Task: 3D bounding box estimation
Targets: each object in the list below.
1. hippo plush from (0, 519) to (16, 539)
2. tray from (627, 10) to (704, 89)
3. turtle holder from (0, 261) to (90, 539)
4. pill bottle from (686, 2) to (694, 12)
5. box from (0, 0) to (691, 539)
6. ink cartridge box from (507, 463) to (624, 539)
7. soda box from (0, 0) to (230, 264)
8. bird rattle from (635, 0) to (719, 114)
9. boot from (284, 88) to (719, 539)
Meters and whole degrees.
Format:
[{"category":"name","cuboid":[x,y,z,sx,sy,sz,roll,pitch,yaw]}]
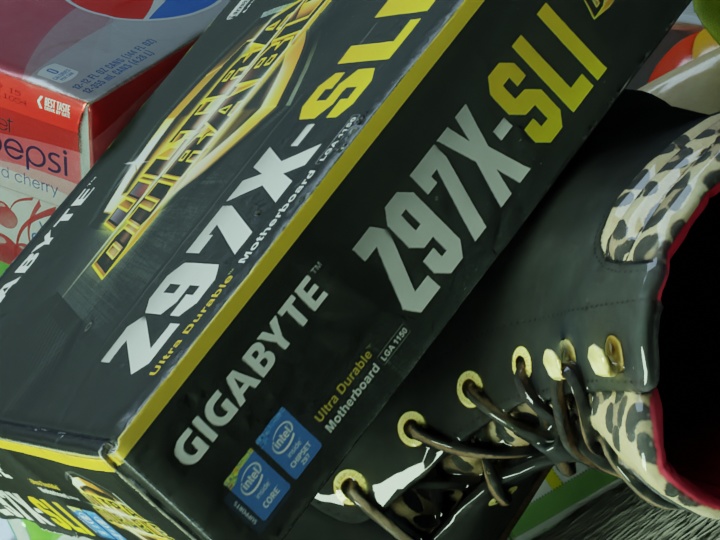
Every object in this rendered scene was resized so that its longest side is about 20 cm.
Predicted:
[{"category":"hippo plush","cuboid":[-0.145,0.081,1.049,0.159,0.161,0.200,-47,-19,30]},{"category":"tray","cuboid":[0.080,-0.047,1.030,0.107,0.022,0.200,6,-27,-39]},{"category":"turtle holder","cuboid":[-0.038,0.054,0.817,0.140,0.132,0.185,-16,37,-27]},{"category":"pill bottle","cuboid":[0.116,-0.088,1.120,0.199,0.115,0.114,-14,9,17]},{"category":"box","cuboid":[-0.015,-0.023,0.677,0.200,0.049,0.160,-52,22,-16]},{"category":"ink cartridge box","cuboid":[0.078,0.013,0.783,0.200,0.059,0.104,-36,3,33]},{"category":"soda box","cuboid":[-0.043,-0.069,0.829,0.200,0.070,0.064,-38,-42,-46]},{"category":"bird rattle","cuboid":[0.111,-0.040,0.903,0.200,0.113,0.163,-39,-17,26]},{"category":"boot","cuboid":[0.036,0.037,0.638,0.200,0.073,0.150,-56,22,-15]}]
